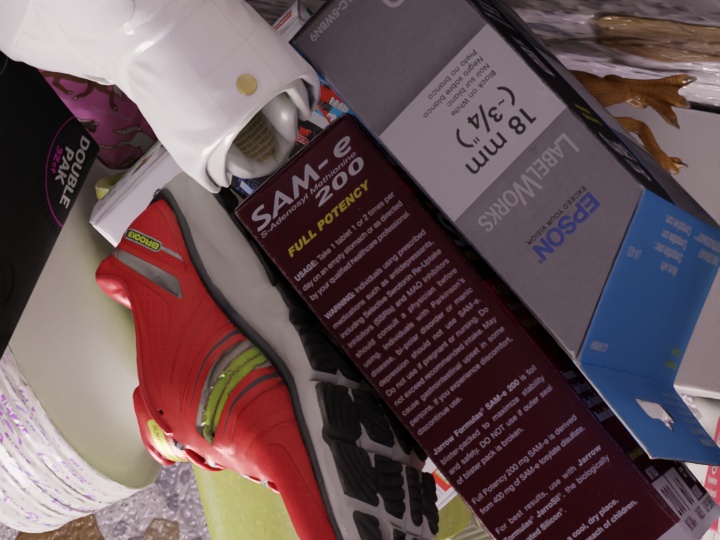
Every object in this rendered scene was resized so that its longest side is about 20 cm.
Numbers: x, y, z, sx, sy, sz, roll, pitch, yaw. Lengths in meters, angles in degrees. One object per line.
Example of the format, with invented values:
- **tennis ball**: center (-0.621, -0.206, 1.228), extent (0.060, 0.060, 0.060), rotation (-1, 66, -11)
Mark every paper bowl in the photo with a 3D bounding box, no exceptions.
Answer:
- **paper bowl**: center (-0.157, 0.022, 1.082), extent (0.104, 0.202, 0.201), rotation (-25, 170, 11)

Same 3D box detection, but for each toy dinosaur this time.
- **toy dinosaur**: center (0.091, -0.073, 0.953), extent (0.106, 0.061, 0.200), rotation (10, -159, -27)

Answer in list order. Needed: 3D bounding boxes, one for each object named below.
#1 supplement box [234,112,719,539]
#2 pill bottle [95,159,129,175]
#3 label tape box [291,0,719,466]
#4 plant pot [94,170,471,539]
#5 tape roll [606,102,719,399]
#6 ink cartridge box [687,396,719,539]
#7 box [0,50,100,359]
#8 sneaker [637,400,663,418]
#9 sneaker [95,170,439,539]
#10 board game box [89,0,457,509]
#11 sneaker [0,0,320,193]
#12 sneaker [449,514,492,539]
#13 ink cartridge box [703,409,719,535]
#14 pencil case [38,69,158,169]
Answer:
- **supplement box**: center (0.048, 0.037, 0.808), extent (0.200, 0.061, 0.109), rotation (50, -169, 9)
- **pill bottle**: center (-0.048, -0.057, 1.173), extent (0.199, 0.110, 0.110), rotation (9, 177, 8)
- **label tape box**: center (0.080, -0.023, 0.793), extent (0.200, 0.063, 0.144), rotation (49, -168, 19)
- **plant pot**: center (-0.017, 0.037, 1.027), extent (0.199, 0.185, 0.200), rotation (-7, -172, 1)
- **tape roll**: center (0.156, -0.008, 1.146), extent (0.201, 0.140, 0.203), rotation (11, 178, 0)
- **ink cartridge box**: center (0.218, 0.129, 1.020), extent (0.116, 0.068, 0.200), rotation (11, -163, -3)
- **box**: center (-0.222, -0.052, 0.852), extent (0.124, 0.149, 0.200), rotation (9, 152, 30)
- **sneaker**: center (0.126, 0.101, 1.209), extent (0.070, 0.081, 0.200), rotation (10, 173, 24)
- **sneaker**: center (-0.039, 0.053, 0.792), extent (0.077, 0.085, 0.200), rotation (34, -160, -51)
- **board game box**: center (0.000, 0.000, 0.911), extent (0.200, 0.126, 0.035), rotation (44, -167, -14)
- **sneaker**: center (-0.076, -0.075, 0.795), extent (0.116, 0.074, 0.200), rotation (49, 172, -5)
- **sneaker**: center (0.091, 0.125, 1.128), extent (0.200, 0.075, 0.085), rotation (36, -178, 7)
- **ink cartridge box**: center (0.201, 0.017, 0.852), extent (0.083, 0.201, 0.145), rotation (13, 178, 2)
- **pencil case**: center (-0.184, -0.103, 1.015), extent (0.199, 0.083, 0.086), rotation (11, -170, -28)
